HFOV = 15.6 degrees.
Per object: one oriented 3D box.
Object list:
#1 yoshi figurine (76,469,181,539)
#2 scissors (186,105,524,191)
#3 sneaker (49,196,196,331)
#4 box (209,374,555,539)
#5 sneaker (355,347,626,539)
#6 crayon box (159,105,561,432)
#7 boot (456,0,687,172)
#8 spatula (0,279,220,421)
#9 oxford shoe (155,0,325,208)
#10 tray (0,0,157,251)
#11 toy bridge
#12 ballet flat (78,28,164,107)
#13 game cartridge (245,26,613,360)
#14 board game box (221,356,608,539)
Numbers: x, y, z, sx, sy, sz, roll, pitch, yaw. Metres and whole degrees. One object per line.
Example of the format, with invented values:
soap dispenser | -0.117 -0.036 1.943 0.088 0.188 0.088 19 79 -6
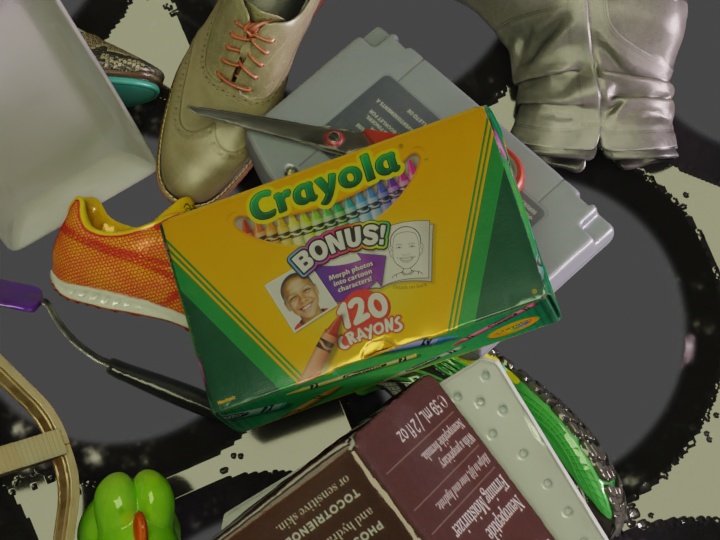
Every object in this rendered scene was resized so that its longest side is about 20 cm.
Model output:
yoshi figurine | -0.129 0.211 1.552 0.112 0.112 0.201 7 101 42
scissors | -0.001 -0.077 1.544 0.199 0.014 0.073 26 68 16
sneaker | -0.089 0.000 1.555 0.199 0.073 0.078 14 94 10
box | 0.017 0.195 1.440 0.164 0.166 0.200 -38 88 20
sneaker | 0.075 0.095 1.560 0.200 0.078 0.085 39 94 14
crayon box | 0.000 0.000 1.477 0.199 0.058 0.119 -20 71 7
boot | 0.099 -0.131 1.579 0.199 0.070 0.132 8 90 7
spatula | -0.161 0.044 1.574 0.199 0.057 0.021 29 102 -8
oxford shoe | -0.072 -0.132 1.577 0.070 0.075 0.201 22 86 3
tray | -0.198 -0.093 1.531 0.107 0.200 0.022 -31 55 -2
toy bridge | -0.201 0.108 1.522 0.067 0.027 0.201 -16 84 -33
ballet flat | -0.221 -0.118 1.589 0.199 0.068 0.076 -16 73 3
game cartridge | 0.033 -0.043 1.549 0.133 0.042 0.200 -42 69 -14
board game box | 0.050 0.180 1.529 0.199 0.026 0.201 -32 89 19
